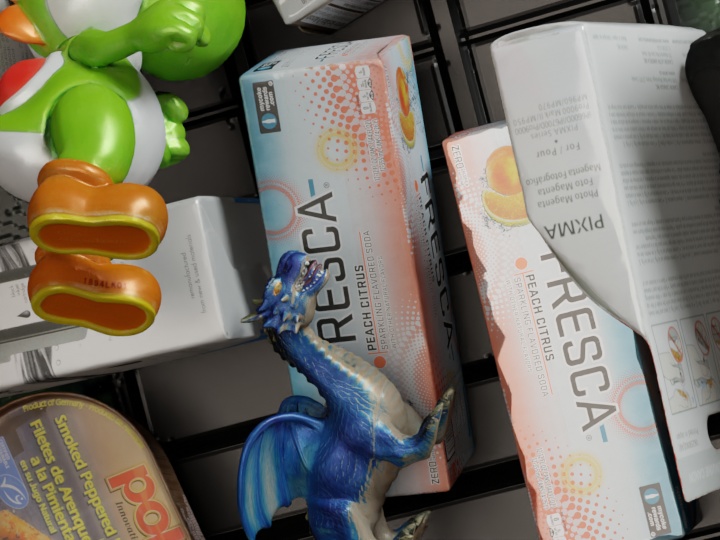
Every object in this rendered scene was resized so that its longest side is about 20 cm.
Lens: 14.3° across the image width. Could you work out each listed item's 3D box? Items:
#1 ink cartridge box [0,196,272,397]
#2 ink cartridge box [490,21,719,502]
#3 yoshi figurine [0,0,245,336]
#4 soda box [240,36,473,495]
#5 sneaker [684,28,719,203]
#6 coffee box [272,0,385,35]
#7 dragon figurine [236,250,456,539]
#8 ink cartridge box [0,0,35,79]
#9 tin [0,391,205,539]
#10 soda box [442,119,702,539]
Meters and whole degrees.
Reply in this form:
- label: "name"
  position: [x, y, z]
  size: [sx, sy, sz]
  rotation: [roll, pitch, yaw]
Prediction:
- label: "ink cartridge box"
  position: [-0.143, 0.019, 1.334]
  size: [0.199, 0.116, 0.068]
  rotation: [-12, 87, 15]
- label: "ink cartridge box"
  position: [0.124, -0.006, 1.237]
  size: [0.057, 0.162, 0.201]
  rotation: [-8, 90, 25]
- label: "yoshi figurine"
  position: [-0.092, -0.076, 1.225]
  size: [0.112, 0.112, 0.201]
  rotation: [-23, 49, 27]
- label: "soda box"
  position: [0.000, 0.000, 1.296]
  size: [0.068, 0.064, 0.201]
  rotation: [-6, 102, 14]
- label: "sneaker"
  position: [0.190, -0.009, 1.238]
  size: [0.087, 0.076, 0.200]
  rotation: [-35, 91, -23]
- label: "coffee box"
  position: [0.031, -0.207, 1.300]
  size: [0.199, 0.080, 0.115]
  rotation: [-30, 84, 13]
- label: "dragon figurine"
  position: [-0.018, 0.089, 1.251]
  size: [0.099, 0.059, 0.201]
  rotation: [14, 106, 9]
- label: "ink cartridge box"
  position: [-0.203, -0.083, 1.289]
  size: [0.115, 0.200, 0.068]
  rotation: [-8, 90, 21]
- label: "tin"
  position: [-0.118, 0.152, 1.330]
  size: [0.112, 0.042, 0.201]
  rotation: [-28, 77, 13]
- label: "soda box"
  position: [0.097, 0.028, 1.299]
  size: [0.068, 0.064, 0.201]
  rotation: [-14, 89, 14]
